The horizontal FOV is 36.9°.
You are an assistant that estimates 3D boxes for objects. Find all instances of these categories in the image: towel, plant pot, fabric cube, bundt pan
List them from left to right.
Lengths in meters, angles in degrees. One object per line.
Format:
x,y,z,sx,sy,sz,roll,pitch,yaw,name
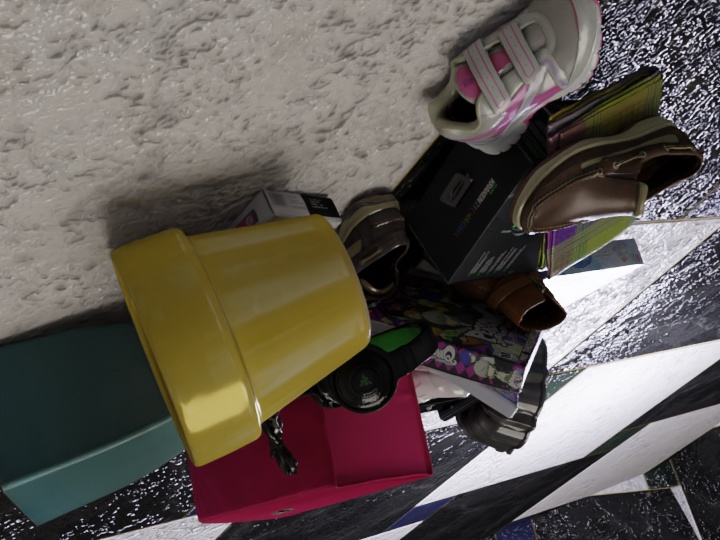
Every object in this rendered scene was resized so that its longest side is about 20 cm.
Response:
-0.258,0.139,1.080,0.198,0.143,0.142,-18,156,-11,plant pot
-0.100,0.044,0.963,0.187,0.202,0.201,-22,157,-15,plant pot
-0.064,0.165,1.226,0.198,0.203,0.195,-20,163,31,fabric cube
0.194,0.161,1.576,0.075,0.204,0.202,13,143,-17,bundt pan
0.230,-0.095,1.049,0.143,0.023,0.201,-30,140,-20,towel

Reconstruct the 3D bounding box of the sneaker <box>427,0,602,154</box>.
0.130,-0.171,0.940,0.087,0.082,0.200,-9,150,-39,sneaker

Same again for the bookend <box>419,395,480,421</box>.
0.056,0.163,1.506,0.197,0.093,0.199,-8,163,-20,bookend

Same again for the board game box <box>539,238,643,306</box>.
0.247,0.021,1.464,0.197,0.044,0.200,-6,160,-38,board game box

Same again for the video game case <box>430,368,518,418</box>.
0.135,0.108,1.350,0.018,0.142,0.200,-58,179,16,video game case

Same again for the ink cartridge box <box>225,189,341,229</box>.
-0.114,-0.005,1.084,0.094,0.037,0.200,3,141,-48,ink cartridge box

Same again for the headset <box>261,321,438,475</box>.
-0.008,0.116,1.057,0.199,0.095,0.123,-26,-172,-25,headset

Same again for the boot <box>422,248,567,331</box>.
0.184,0.002,1.243,0.199,0.155,0.077,-2,123,-49,boot

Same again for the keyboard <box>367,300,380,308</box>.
0.019,0.063,1.386,0.199,0.021,0.127,-32,156,9,keyboard

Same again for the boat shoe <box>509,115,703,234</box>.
0.230,-0.081,0.981,0.201,0.075,0.075,-28,139,-21,boat shoe

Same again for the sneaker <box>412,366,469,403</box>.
0.043,0.153,1.349,0.197,0.101,0.078,4,177,16,sneaker

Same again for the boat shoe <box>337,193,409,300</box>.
0.000,0.000,1.165,0.074,0.074,0.201,-16,154,-23,boat shoe

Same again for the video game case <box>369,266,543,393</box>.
0.112,0.061,1.210,0.200,0.179,0.036,-43,146,-65,video game case

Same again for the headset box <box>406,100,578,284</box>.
0.167,-0.082,1.123,0.198,0.093,0.175,-8,143,-38,headset box
